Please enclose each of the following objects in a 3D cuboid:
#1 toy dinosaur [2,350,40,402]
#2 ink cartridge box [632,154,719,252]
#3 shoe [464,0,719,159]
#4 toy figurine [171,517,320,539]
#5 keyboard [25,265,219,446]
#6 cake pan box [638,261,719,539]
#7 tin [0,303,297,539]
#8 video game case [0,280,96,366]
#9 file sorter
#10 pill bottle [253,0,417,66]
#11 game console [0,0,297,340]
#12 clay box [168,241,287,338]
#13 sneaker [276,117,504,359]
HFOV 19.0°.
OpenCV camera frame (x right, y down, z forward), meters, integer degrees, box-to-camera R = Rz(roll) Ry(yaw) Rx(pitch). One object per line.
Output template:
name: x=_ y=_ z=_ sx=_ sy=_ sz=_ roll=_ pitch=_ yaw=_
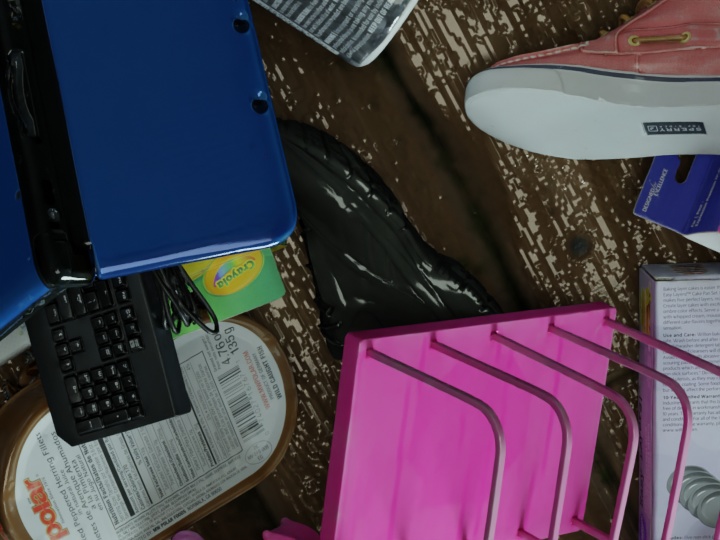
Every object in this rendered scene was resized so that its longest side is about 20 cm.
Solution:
toy dinosaur: x=-0.171 y=0.106 z=1.233 sx=0.135 sy=0.102 sz=0.202 roll=-9 pitch=79 yaw=-18
ink cartridge box: x=0.264 y=-0.038 z=1.225 sx=0.199 sy=0.037 sz=0.095 roll=23 pitch=76 yaw=5
shoe: x=0.162 y=-0.119 z=1.222 sx=0.199 sy=0.072 sz=0.092 roll=3 pitch=62 yaw=18
toy figurine: x=-0.087 y=0.216 z=1.214 sx=0.199 sy=0.150 sz=0.185 roll=29 pitch=106 yaw=-5
keyboard: x=-0.142 y=-0.014 z=1.135 sx=0.103 sy=0.040 sz=0.201 roll=-17 pitch=88 yaw=12
cake pan box: x=0.264 y=0.085 z=1.271 sx=0.198 sy=0.052 sz=0.186 roll=-3 pitch=103 yaw=-2
tin: x=-0.122 y=0.094 z=1.208 sx=0.199 sy=0.042 sz=0.113 roll=-30 pitch=104 yaw=-29
video game case: x=-0.208 y=-0.025 z=1.178 sx=0.199 sy=0.018 sz=0.144 roll=-32 pitch=85 yaw=11
file sorter: x=0.097 y=0.109 z=1.170 sx=0.199 sy=0.125 sz=0.140 roll=-6 pitch=110 yaw=-41
pill bottle: x=-0.053 y=-0.207 z=1.170 sx=0.199 sy=0.106 sz=0.107 roll=33 pitch=97 yaw=-8
game console: x=-0.142 y=-0.076 z=1.115 sx=0.118 sy=0.170 sz=0.201 roll=2 pitch=67 yaw=-38
clay box: x=-0.119 y=-0.062 z=1.193 sx=0.114 sy=0.048 sz=0.201 roll=-19 pitch=88 yaw=9
sneaker: x=0.000 y=0.000 z=1.230 sx=0.091 sy=0.076 sz=0.200 roll=-41 pitch=99 yaw=8
